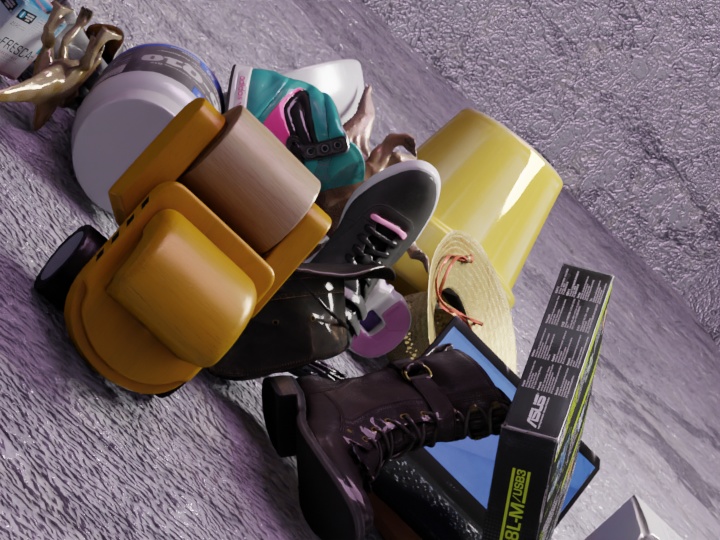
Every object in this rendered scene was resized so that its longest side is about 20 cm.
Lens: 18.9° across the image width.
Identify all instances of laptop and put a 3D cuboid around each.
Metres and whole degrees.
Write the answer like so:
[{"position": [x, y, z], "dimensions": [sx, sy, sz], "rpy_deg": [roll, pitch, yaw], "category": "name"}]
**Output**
[{"position": [0.098, 0.154, 1.664], "dimensions": [0.177, 0.103, 0.200], "rpy_deg": [44, 12, -7], "category": "laptop"}]

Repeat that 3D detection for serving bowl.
[{"position": [-0.085, -0.124, 1.935], "dimensions": [0.200, 0.200, 0.066], "rpy_deg": [-8, 79, -76], "category": "serving bowl"}]

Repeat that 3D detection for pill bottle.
[{"position": [-0.170, -0.112, 1.728], "dimensions": [0.114, 0.114, 0.200], "rpy_deg": [44, 12, -11], "category": "pill bottle"}]

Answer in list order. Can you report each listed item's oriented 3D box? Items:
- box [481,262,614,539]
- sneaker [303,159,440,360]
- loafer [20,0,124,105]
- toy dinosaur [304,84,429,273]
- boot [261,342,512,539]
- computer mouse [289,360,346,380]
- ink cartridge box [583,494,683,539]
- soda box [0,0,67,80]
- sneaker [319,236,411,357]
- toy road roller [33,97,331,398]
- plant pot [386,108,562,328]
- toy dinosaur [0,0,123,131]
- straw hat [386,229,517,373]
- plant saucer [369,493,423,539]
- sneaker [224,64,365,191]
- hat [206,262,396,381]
[{"position": [0.131, 0.128, 1.562], "dimensions": [0.047, 0.194, 0.200], "rpy_deg": [13, 38, 11], "category": "box"}, {"position": [0.000, 0.000, 1.789], "dimensions": [0.071, 0.200, 0.099], "rpy_deg": [34, 26, -21], "category": "sneaker"}, {"position": [-0.226, -0.176, 1.851], "dimensions": [0.073, 0.072, 0.200], "rpy_deg": [50, 11, 21], "category": "loafer"}, {"position": [-0.013, -0.057, 1.884], "dimensions": [0.086, 0.135, 0.201], "rpy_deg": [-85, 169, -83], "category": "toy dinosaur"}, {"position": [0.032, 0.115, 1.552], "dimensions": [0.200, 0.174, 0.069], "rpy_deg": [-120, -153, -53], "category": "boot"}, {"position": [-0.001, 0.099, 1.750], "dimensions": [0.059, 0.034, 0.200], "rpy_deg": [1, -26, 42], "category": "computer mouse"}, {"position": [0.239, 0.301, 1.723], "dimensions": [0.200, 0.145, 0.083], "rpy_deg": [44, 11, -14], "category": "ink cartridge box"}, {"position": [-0.324, -0.248, 1.741], "dimensions": [0.200, 0.068, 0.064], "rpy_deg": [51, 12, 24], "category": "soda box"}, {"position": [-0.037, -0.009, 1.976], "dimensions": [0.200, 0.080, 0.088], "rpy_deg": [49, 5, -16], "category": "sneaker"}, {"position": [-0.106, -0.009, 1.411], "dimensions": [0.123, 0.200, 0.146], "rpy_deg": [43, -10, -17], "category": "toy road roller"}, {"position": [0.099, -0.052, 2.179], "dimensions": [0.201, 0.189, 0.201], "rpy_deg": [39, -5, 4], "category": "plant pot"}, {"position": [-0.235, -0.152, 1.675], "dimensions": [0.058, 0.101, 0.200], "rpy_deg": [30, 11, 6], "category": "toy dinosaur"}, {"position": [0.070, 0.065, 2.035], "dimensions": [0.201, 0.085, 0.202], "rpy_deg": [27, 59, -59], "category": "straw hat"}, {"position": [0.059, 0.204, 1.693], "dimensions": [0.200, 0.032, 0.200], "rpy_deg": [44, 11, -11], "category": "plant saucer"}, {"position": [-0.057, -0.071, 1.790], "dimensions": [0.084, 0.120, 0.201], "rpy_deg": [103, -8, -72], "category": "sneaker"}, {"position": [-0.070, 0.040, 1.592], "dimensions": [0.201, 0.200, 0.081], "rpy_deg": [7, 80, -73], "category": "hat"}]
